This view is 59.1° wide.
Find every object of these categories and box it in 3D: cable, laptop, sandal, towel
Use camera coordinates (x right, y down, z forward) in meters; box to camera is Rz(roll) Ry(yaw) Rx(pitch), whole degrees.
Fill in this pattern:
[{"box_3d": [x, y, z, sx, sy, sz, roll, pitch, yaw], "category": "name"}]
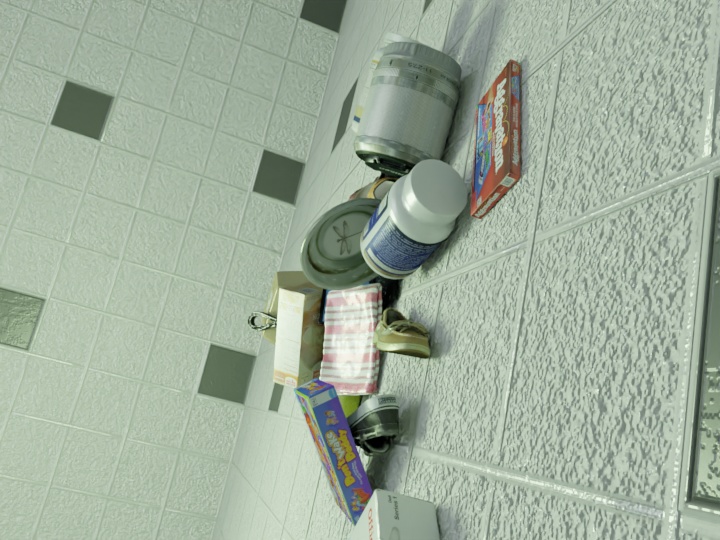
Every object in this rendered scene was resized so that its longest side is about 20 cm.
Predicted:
[{"box_3d": [-0.189, 0.128, 1.489, 0.050, 0.197, 0.099, -3, -66, -63], "category": "cable"}, {"box_3d": [0.000, 0.000, 1.250, 0.200, 0.101, 0.181, 128, 152, -60], "category": "laptop"}, {"box_3d": [0.052, -0.133, 1.142, 0.198, 0.053, 0.082, 9, 79, 49], "category": "sandal"}, {"box_3d": [-0.020, 0.127, 1.180, 0.144, 0.030, 0.205, -11, 70, 45], "category": "towel"}]

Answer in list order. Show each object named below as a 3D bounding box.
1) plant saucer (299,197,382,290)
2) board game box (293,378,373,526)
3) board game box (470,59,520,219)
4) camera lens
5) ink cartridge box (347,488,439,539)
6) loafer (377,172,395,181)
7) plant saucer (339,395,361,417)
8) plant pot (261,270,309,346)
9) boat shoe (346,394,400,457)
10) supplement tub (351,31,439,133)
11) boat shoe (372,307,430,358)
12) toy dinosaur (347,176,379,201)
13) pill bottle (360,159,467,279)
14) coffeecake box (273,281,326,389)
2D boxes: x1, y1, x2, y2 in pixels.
[{"box_3d": [-0.019, -0.055, 1.127, 0.051, 0.196, 0.203, 61, 137, 41], "category": "plant saucer"}, {"box_3d": [-0.041, 0.278, 0.998, 0.134, 0.044, 0.204, 161, 89, -74], "category": "board game box"}, {"box_3d": [0.187, -0.183, 0.878, 0.103, 0.019, 0.204, 128, 154, -56], "category": "board game box"}, {"box_3d": [0.082, -0.271, 1.113, 0.160, 0.156, 0.205, -163, 89, -77], "category": "camera lens"}, {"box_3d": [0.023, 0.386, 0.750, 0.146, 0.082, 0.203, -95, 24, -57], "category": "ink cartridge box"}, {"box_3d": [0.024, -0.122, 1.240, 0.202, 0.063, 0.071, -58, 30, -8], "category": "loafer"}, {"box_3d": [-0.033, 0.197, 1.291, 0.200, 0.047, 0.205, 174, 112, -76], "category": "plant saucer"}, {"box_3d": [-0.152, 0.108, 1.615, 0.200, 0.173, 0.204, -119, 46, -72], "category": "plant pot"}, {"box_3d": [0.015, 0.249, 0.971, 0.201, 0.069, 0.065, 111, 152, -61], "category": "boat shoe"}, {"box_3d": [0.076, -0.356, 1.276, 0.145, 0.141, 0.204, -112, 41, -69], "category": "supplement tub"}, {"box_3d": [0.062, 0.093, 0.970, 0.201, 0.071, 0.065, 169, 113, -83], "category": "boat shoe"}, {"box_3d": [-0.013, -0.117, 1.385, 0.086, 0.133, 0.204, -140, 68, -76], "category": "toy dinosaur"}, {"box_3d": [0.081, -0.077, 0.989, 0.200, 0.113, 0.118, 128, 155, -58], "category": "pill bottle"}, {"box_3d": [-0.109, 0.133, 1.366, 0.152, 0.072, 0.205, -13, -69, -57], "category": "coffeecake box"}]
